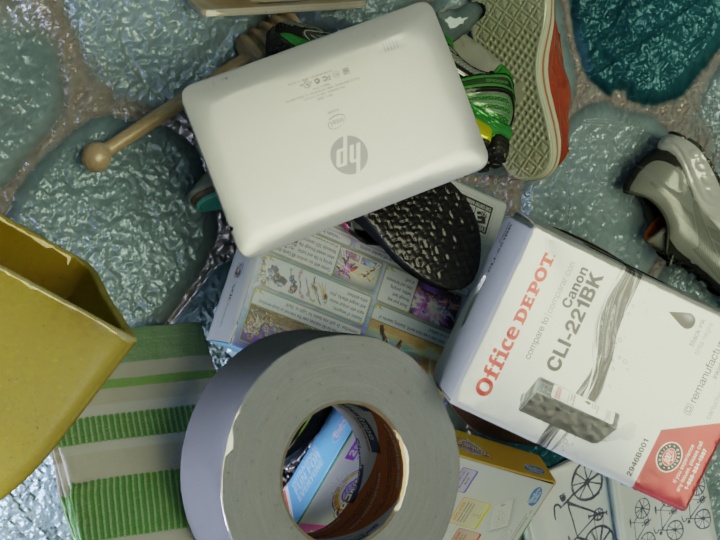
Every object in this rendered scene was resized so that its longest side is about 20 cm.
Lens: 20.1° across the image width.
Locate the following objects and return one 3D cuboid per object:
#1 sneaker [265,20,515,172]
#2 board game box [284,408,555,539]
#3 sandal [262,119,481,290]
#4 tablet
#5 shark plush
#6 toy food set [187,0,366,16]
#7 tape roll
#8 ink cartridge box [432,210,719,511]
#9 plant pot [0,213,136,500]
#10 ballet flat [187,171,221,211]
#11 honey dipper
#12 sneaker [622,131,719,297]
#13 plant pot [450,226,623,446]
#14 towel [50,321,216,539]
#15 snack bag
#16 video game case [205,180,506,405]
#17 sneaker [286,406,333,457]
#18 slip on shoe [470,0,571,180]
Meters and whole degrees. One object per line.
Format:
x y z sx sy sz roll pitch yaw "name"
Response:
0.022 -0.143 1.527 0.199 0.078 0.086 20 65 -11 "sneaker"
0.037 0.194 1.637 0.199 0.040 0.154 20 113 -29 "board game box"
0.007 -0.057 1.501 0.199 0.045 0.075 35 68 -12 "sandal"
-0.017 -0.102 1.460 0.199 0.014 0.131 -21 91 -13 "tablet"
0.025 -0.154 1.567 0.199 0.091 0.084 -5 83 -33 "shark plush"
-0.064 -0.295 1.532 0.143 0.060 0.202 -8 101 -28 "toy food set"
-0.027 0.144 1.467 0.199 0.066 0.202 -1 92 -31 "tape roll"
0.173 0.065 1.488 0.199 0.084 0.145 25 94 -8 "ink cartridge box"
-0.298 0.060 1.386 0.194 0.196 0.201 30 96 -22 "plant pot"
-0.051 -0.095 1.578 0.199 0.067 0.064 -14 77 -27 "ballet flat"
-0.126 -0.131 1.537 0.200 0.038 0.038 -37 113 -18 "honey dipper"
0.293 -0.021 1.767 0.079 0.074 0.201 -36 107 -9 "sneaker"
0.188 0.068 1.643 0.186 0.200 0.188 -5 100 -27 "plant pot"
-0.160 0.132 1.498 0.152 0.023 0.201 -5 59 -28 "towel"
0.228 0.236 1.792 0.199 0.021 0.190 -19 107 -25 "snack bag"
0.000 0.000 1.543 0.199 0.045 0.182 23 79 -30 "video game case"
-0.044 0.084 1.607 0.072 0.083 0.200 35 59 15 "sneaker"
0.136 -0.175 1.663 0.061 0.074 0.202 -19 103 -61 "slip on shoe"
